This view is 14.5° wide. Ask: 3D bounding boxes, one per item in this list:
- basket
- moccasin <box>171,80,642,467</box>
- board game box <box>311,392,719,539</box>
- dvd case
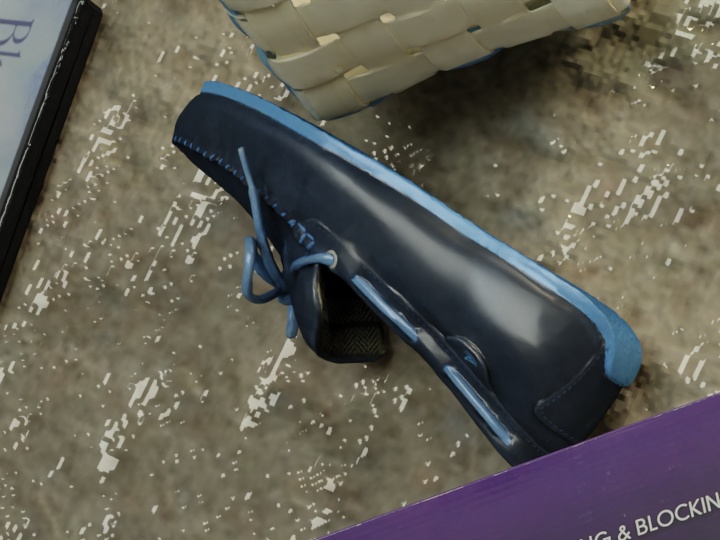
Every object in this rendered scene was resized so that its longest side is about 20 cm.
[{"bbox_3d":[0.012,-0.160,0.976,0.176,0.139,0.201,-18,54,20],"label":"basket"},{"bbox_3d":[0.000,0.000,0.948,0.200,0.080,0.068,33,92,38],"label":"moccasin"},{"bbox_3d":[0.068,0.140,0.855,0.199,0.057,0.166,-22,60,21],"label":"board game box"},{"bbox_3d":[-0.204,-0.050,1.135,0.199,0.018,0.143,8,72,34],"label":"dvd case"}]
